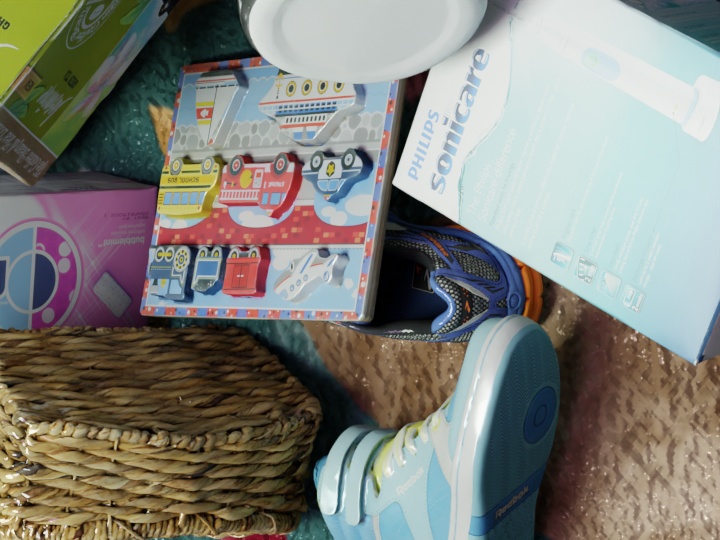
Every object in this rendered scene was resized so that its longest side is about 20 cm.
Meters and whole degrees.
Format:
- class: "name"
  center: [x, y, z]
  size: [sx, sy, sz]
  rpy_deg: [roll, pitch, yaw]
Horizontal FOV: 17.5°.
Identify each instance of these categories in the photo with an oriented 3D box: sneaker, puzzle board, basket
- class: "sneaker"
  center: [0.000, 0.000, 1.289]
  size: [0.200, 0.078, 0.076]
  rpy_deg: [4, 101, 36]
- class: "puzzle board"
  center: [-0.053, -0.048, 1.301]
  size: [0.200, 0.017, 0.151]
  rpy_deg: [0, 80, 49]
- class: "basket"
  center: [-0.132, 0.124, 1.322]
  size: [0.143, 0.199, 0.149]
  rpy_deg: [40, 121, 49]
- class: "sneaker"
  center: [0.032, 0.096, 1.271]
  size: [0.130, 0.079, 0.201]
  rpy_deg: [26, 123, 31]

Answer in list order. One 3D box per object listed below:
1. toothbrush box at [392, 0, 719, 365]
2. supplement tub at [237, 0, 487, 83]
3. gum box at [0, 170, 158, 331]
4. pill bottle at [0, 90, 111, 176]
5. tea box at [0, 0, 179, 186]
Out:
- class: "toothbrush box"
  center: [0.132, -0.068, 1.173]
  size: [0.200, 0.085, 0.147]
  rpy_deg: [31, 116, 28]
- class: "supplement tub"
  center: [-0.006, -0.204, 1.164]
  size: [0.122, 0.122, 0.201]
  rpy_deg: [-29, 54, 37]
- class: "gum box"
  center: [-0.210, 0.005, 1.375]
  size: [0.066, 0.200, 0.114]
  rpy_deg: [16, 106, 45]
- class: "pill bottle"
  center: [-0.213, -0.123, 1.403]
  size: [0.200, 0.109, 0.109]
  rpy_deg: [-36, 78, 35]
- class: "tea box"
  center: [-0.175, -0.167, 1.213]
  size: [0.134, 0.200, 0.197]
  rpy_deg: [38, 87, 3]
